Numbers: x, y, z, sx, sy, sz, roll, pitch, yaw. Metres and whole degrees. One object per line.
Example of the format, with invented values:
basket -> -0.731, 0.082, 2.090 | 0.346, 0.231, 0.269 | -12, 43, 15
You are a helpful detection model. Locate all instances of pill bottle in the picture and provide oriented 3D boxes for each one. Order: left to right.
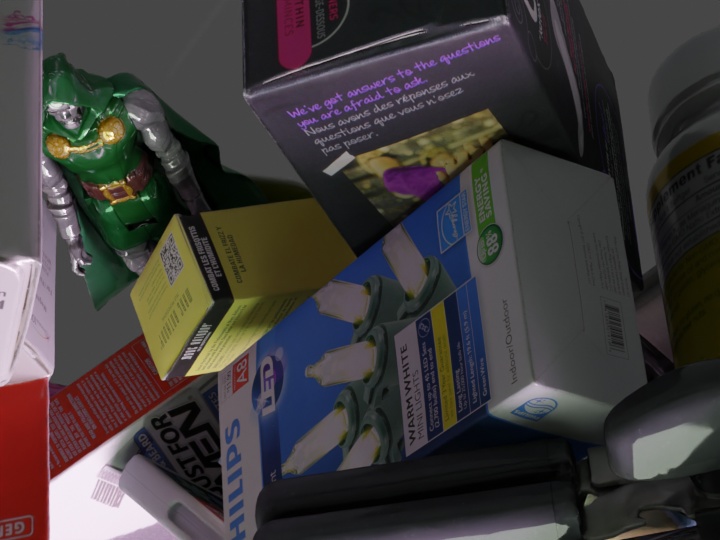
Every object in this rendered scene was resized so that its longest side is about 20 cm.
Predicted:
pill bottle -> 0.184, -0.002, 0.876 | 0.113, 0.201, 0.115 | -3, 147, -2

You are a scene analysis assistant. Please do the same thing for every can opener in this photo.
can opener -> 0.058, 0.067, 0.701 | 0.198, 0.053, 0.067 | -9, 116, 5

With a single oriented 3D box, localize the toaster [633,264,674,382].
toaster -> 0.209, 0.079, 1.004 | 0.118, 0.181, 0.200 | -39, 147, -11

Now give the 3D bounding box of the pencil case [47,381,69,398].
pencil case -> -0.195, 0.082, 1.073 | 0.199, 0.091, 0.094 | 14, 108, -30

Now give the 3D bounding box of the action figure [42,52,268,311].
action figure -> -0.103, -0.034, 0.926 | 0.117, 0.055, 0.200 | -19, 146, 8

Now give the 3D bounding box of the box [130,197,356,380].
box -> 0.000, 0.000, 0.942 | 0.199, 0.050, 0.075 | -8, 153, -29

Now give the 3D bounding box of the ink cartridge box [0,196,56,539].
ink cartridge box -> -0.239, 0.056, 0.937 | 0.198, 0.175, 0.044 | -12, 147, 11

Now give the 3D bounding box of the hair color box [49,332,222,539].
hair color box -> -0.116, 0.110, 1.036 | 0.199, 0.064, 0.111 | -35, 127, -6

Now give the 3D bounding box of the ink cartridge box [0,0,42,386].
ink cartridge box -> -0.189, -0.068, 0.727 | 0.146, 0.201, 0.086 | 5, 146, -14

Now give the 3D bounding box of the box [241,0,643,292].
box -> 0.034, -0.075, 0.815 | 0.105, 0.123, 0.200 | -13, 146, 15

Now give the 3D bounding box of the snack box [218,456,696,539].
snack box -> 0.042, 0.087, 0.915 | 0.199, 0.037, 0.116 | -20, 127, 43

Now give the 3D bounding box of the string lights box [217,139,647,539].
string lights box -> 0.021, 0.047, 0.796 | 0.059, 0.103, 0.200 | 16, 143, -32

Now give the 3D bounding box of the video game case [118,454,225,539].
video game case -> -0.002, 0.166, 0.976 | 0.200, 0.182, 0.023 | 33, 88, -39

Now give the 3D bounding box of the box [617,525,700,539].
box -> 0.128, 0.122, 0.752 | 0.157, 0.049, 0.200 | -15, 173, 28
